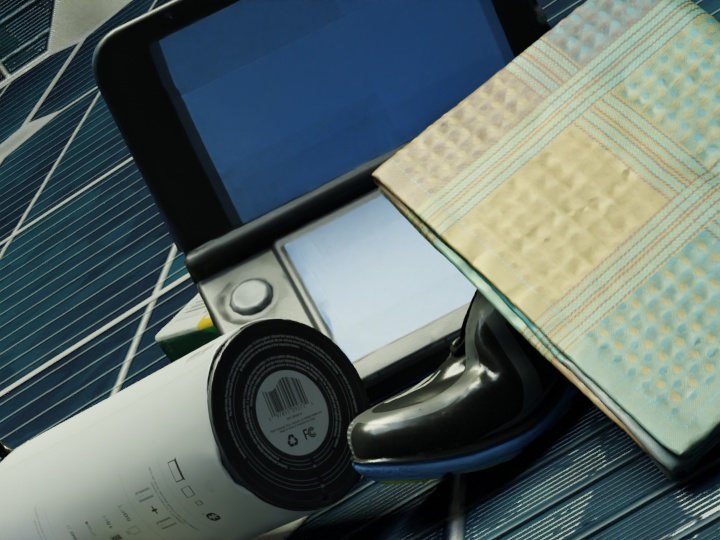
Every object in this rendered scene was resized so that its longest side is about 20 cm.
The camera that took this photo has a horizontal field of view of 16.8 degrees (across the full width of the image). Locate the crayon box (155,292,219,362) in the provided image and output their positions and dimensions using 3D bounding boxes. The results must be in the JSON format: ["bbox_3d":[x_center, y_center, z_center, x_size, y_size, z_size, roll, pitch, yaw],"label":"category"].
[{"bbox_3d":[0.000,0.000,1.219,0.199,0.052,0.126,-18,23,52],"label":"crayon box"}]

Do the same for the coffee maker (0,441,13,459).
[{"bbox_3d":[-0.277,0.139,1.222,0.201,0.191,0.135,-62,0,-17],"label":"coffee maker"}]

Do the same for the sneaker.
[{"bbox_3d":[0.067,0.010,0.969,0.199,0.083,0.071,-41,16,-12],"label":"sneaker"}]

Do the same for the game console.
[{"bbox_3d":[0.008,-0.054,1.068,0.199,0.119,0.171,-27,45,-3],"label":"game console"}]

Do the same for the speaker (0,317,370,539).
[{"bbox_3d":[-0.082,0.086,1.033,0.200,0.081,0.081,-29,14,51],"label":"speaker"}]

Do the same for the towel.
[{"bbox_3d":[0.111,-0.025,0.907,0.146,0.022,0.200,-38,47,-8],"label":"towel"}]
